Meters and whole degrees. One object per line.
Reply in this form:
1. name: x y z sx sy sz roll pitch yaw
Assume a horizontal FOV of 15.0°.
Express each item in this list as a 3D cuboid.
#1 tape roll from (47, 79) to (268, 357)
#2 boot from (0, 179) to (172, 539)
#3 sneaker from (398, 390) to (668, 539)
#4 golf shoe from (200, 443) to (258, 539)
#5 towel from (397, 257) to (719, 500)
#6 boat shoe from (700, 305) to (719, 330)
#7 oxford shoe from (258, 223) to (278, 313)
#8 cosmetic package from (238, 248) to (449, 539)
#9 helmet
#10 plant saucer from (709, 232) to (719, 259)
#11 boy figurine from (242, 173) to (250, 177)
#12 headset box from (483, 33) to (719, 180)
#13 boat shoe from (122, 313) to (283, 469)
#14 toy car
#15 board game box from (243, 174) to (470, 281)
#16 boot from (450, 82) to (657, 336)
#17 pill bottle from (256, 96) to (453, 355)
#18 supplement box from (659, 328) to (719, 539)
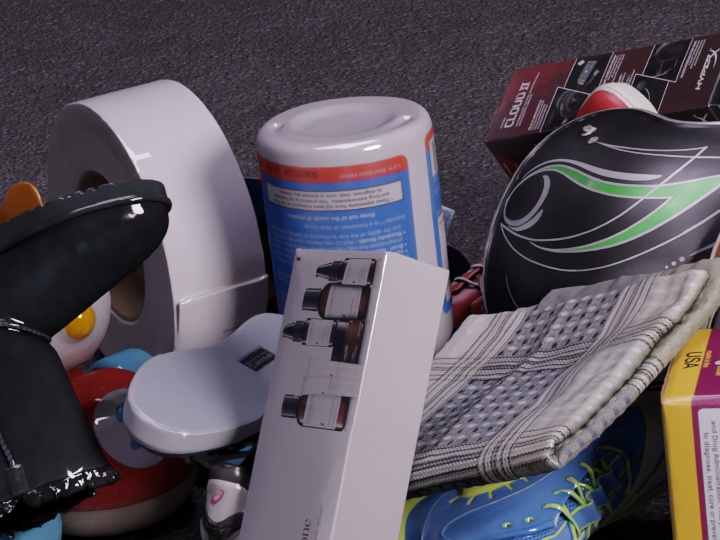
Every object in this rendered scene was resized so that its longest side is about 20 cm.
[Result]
1. tape roll: -0.138 -0.024 1.831 0.071 0.203 0.202 -16 21 -26
2. boot: -0.179 0.053 1.547 0.198 0.163 0.073 -21 -17 1
3. sneaker: 0.111 0.137 1.498 0.199 0.076 0.105 -22 31 -4
4. golf shoe: -0.014 0.117 1.559 0.072 0.092 0.200 6 22 35
5. towel: 0.092 0.057 1.497 0.192 0.035 0.200 -16 19 49
6. boat shoe: 0.284 0.062 1.512 0.200 0.072 0.065 27 -15 -13
7. oxford shoe: -0.065 0.017 1.890 0.200 0.073 0.084 0 36 41
8. cosmetic package: -0.014 0.091 1.460 0.051 0.201 0.082 16 -9 -36
9. helmet: 0.192 0.002 1.661 0.190 0.201 0.200 13 28 39
10. plant saucer: 0.279 0.034 1.568 0.200 0.201 0.034 -16 -4 -23
11. boy figurine: -0.037 -0.042 2.049 0.200 0.065 0.124 9 25 37
12. headset box: 0.193 -0.074 1.869 0.200 0.149 0.077 -7 44 38
13. boat shoe: -0.084 0.081 1.579 0.073 0.068 0.199 28 22 10
14. toy car: -0.183 0.048 1.646 0.184 0.201 0.177 -22 24 -35
15. board game box: -0.015 -0.042 1.900 0.199 0.039 0.158 21 -14 -14
16. boot: 0.117 -0.024 1.773 0.144 0.200 0.072 -23 53 -37
17. pill bottle: 0.000 0.000 1.714 0.112 0.201 0.112 -6 19 2
18. supplement box: 0.265 0.103 1.438 0.199 0.131 0.103 -1 20 14
